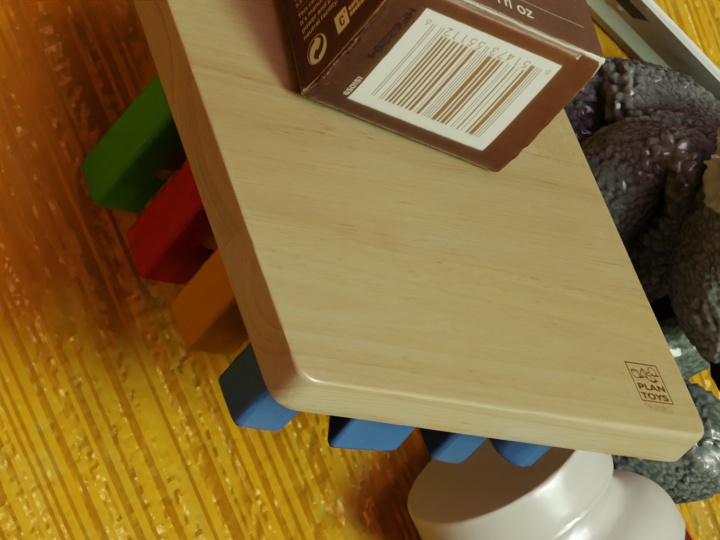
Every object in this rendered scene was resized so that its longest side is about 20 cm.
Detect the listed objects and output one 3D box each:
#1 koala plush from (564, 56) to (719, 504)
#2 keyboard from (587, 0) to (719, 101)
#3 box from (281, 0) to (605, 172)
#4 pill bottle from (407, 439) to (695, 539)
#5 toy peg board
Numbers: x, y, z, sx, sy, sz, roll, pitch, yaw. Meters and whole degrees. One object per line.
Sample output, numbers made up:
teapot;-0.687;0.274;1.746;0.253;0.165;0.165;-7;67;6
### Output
koala plush;0.157;-0.011;1.170;0.177;0.200;0.184;35;66;-32
keyboard;0.115;-0.121;1.236;0.200;0.056;0.011;41;75;-30
box;0.019;-0.144;1.084;0.100;0.075;0.201;19;39;-33
pill bottle;0.103;0.159;1.170;0.113;0.113;0.201;-43;114;-33
toy peg board;0.000;0.000;1.061;0.199;0.098;0.200;10;47;-39
